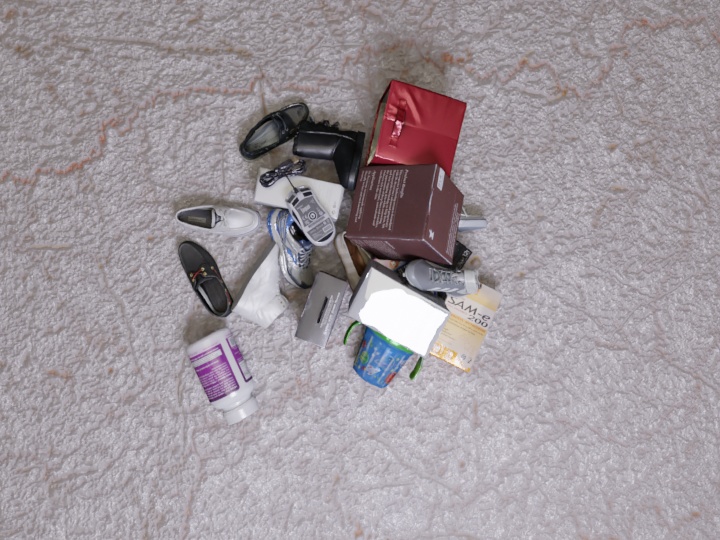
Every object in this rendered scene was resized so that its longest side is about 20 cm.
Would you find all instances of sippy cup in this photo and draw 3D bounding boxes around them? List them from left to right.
[{"bbox_3d":[0.050,0.193,1.399,0.176,0.139,0.132,34,100,23],"label":"sippy cup"}]

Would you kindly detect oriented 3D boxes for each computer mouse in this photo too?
[{"bbox_3d":[-0.127,-0.142,1.313,0.108,0.044,0.203,-31,91,-16],"label":"computer mouse"}]

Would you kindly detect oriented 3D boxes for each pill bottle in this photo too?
[{"bbox_3d":[-0.311,0.242,1.381,0.110,0.112,0.204,-25,91,-3],"label":"pill bottle"}]

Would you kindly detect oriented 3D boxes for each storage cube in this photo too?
[{"bbox_3d":[0.119,-0.299,1.360,0.175,0.200,0.176,14,88,-8],"label":"storage cube"}]

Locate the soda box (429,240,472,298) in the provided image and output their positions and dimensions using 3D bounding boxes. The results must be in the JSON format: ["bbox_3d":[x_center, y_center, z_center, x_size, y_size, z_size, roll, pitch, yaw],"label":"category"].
[{"bbox_3d":[0.170,0.016,1.403,0.070,0.063,0.203,27,100,-28],"label":"soda box"}]

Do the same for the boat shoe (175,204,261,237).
[{"bbox_3d":[-0.331,-0.121,1.400,0.194,0.066,0.074,7,90,-3],"label":"boat shoe"}]

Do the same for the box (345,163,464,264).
[{"bbox_3d":[0.098,-0.121,1.320,0.196,0.163,0.170,5,75,32],"label":"box"}]

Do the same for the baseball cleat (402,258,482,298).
[{"bbox_3d":[0.187,0.011,1.303,0.197,0.105,0.072,13,68,-42],"label":"baseball cleat"}]

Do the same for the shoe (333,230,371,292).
[{"bbox_3d":[0.000,0.000,1.383,0.069,0.053,0.203,-29,90,-26],"label":"shoe"}]

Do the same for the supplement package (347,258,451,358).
[{"bbox_3d":[0.081,0.080,1.315,0.197,0.117,0.119,29,100,-5],"label":"supplement package"}]

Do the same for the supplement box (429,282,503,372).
[{"bbox_3d":[0.237,0.120,1.429,0.124,0.074,0.204,24,89,-4],"label":"supplement box"}]

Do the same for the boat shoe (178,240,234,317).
[{"bbox_3d":[-0.361,0.018,1.403,0.073,0.063,0.204,-32,91,0],"label":"boat shoe"}]

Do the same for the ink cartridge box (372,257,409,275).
[{"bbox_3d":[0.083,-0.005,1.441,0.197,0.037,0.096,-31,92,-4],"label":"ink cartridge box"}]

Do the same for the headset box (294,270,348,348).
[{"bbox_3d":[-0.085,0.082,1.348,0.075,0.200,0.152,20,89,-3],"label":"headset box"}]

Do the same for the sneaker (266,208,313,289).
[{"bbox_3d":[-0.143,-0.047,1.372,0.083,0.077,0.204,-6,119,31],"label":"sneaker"}]

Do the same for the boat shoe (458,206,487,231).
[{"bbox_3d":[0.202,-0.141,1.432,0.196,0.075,0.089,2,87,7],"label":"boat shoe"}]

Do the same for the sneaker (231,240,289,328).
[{"bbox_3d":[-0.206,0.033,1.415,0.114,0.073,0.203,33,82,-20],"label":"sneaker"}]

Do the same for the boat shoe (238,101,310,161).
[{"bbox_3d":[-0.201,-0.330,1.405,0.197,0.066,0.076,-31,92,-2],"label":"boat shoe"}]

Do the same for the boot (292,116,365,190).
[{"bbox_3d":[-0.075,-0.265,1.361,0.158,0.074,0.201,10,48,-2],"label":"boot"}]

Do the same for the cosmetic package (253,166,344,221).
[{"bbox_3d":[-0.141,-0.173,1.388,0.195,0.113,0.083,14,90,-5],"label":"cosmetic package"}]
